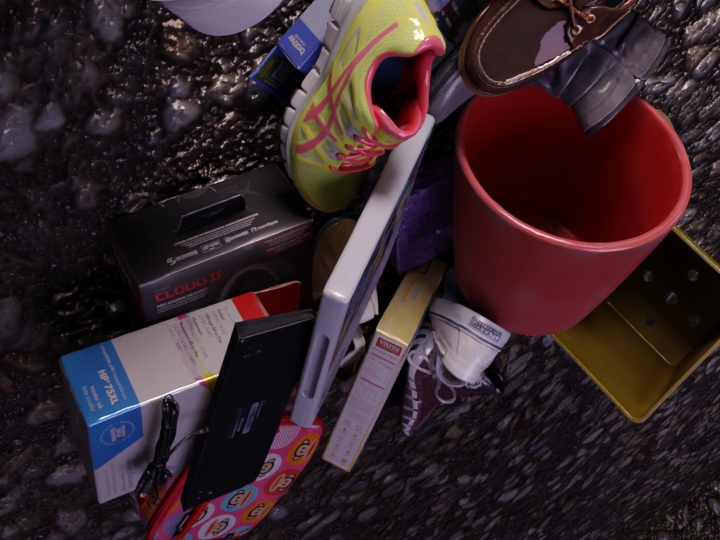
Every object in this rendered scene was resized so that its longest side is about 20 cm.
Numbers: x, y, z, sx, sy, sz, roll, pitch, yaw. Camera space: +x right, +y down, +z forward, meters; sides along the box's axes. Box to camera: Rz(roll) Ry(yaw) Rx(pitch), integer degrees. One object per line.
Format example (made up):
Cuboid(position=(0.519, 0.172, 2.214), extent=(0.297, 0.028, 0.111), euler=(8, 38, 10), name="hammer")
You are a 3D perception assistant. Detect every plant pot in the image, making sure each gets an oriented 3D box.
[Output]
Cuboid(position=(0.166, -0.048, 0.881), extent=(0.199, 0.201, 0.178), euler=(-23, 152, -20), name="plant pot")
Cuboid(position=(0.365, 0.038, 1.236), extent=(0.201, 0.200, 0.176), euler=(-52, 156, 23), name="plant pot")

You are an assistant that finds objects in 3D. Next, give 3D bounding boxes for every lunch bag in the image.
Cuboid(position=(-0.148, 0.198, 1.033), extent=(0.175, 0.082, 0.201), euler=(10, 124, -45), name="lunch bag")

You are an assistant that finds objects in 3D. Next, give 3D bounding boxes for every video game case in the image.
Cuboid(position=(0.000, 0.000, 0.790), extent=(0.183, 0.023, 0.201), euler=(107, 7, -52), name="video game case")

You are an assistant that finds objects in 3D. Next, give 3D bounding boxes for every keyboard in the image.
Cuboid(position=(-0.107, 0.112, 0.745), extent=(0.126, 0.021, 0.201), euler=(-14, 139, -39), name="keyboard")

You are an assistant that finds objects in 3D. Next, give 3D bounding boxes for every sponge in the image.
Cuboid(position=(0.112, -0.080, 0.974), extent=(0.199, 0.030, 0.112), euler=(-28, 146, -13), name="sponge")

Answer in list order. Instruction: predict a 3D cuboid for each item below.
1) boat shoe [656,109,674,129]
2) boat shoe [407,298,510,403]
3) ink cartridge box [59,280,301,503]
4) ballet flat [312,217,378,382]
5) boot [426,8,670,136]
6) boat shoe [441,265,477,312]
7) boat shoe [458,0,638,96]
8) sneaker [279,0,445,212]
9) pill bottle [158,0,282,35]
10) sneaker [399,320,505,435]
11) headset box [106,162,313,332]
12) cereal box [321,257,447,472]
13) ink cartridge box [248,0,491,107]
Cuboid(position=(0.280, -0.091, 1.097), extent=(0.064, 0.074, 0.201), euler=(-10, 137, -19), name="boat shoe")
Cuboid(position=(0.089, 0.082, 0.946), extent=(0.087, 0.074, 0.202), euler=(-60, -176, -2), name="boat shoe")
Cuboid(position=(-0.126, 0.093, 0.785), extent=(0.198, 0.067, 0.117), euler=(-19, 144, -23), name="ink cartridge box")
Cuboid(position=(-0.015, 0.039, 0.961), extent=(0.067, 0.073, 0.201), euler=(-15, 142, -24), name="ballet flat")
Cuboid(position=(0.148, -0.156, 0.797), extent=(0.200, 0.132, 0.070), euler=(-42, -171, 2), name="boot")
Cuboid(position=(0.139, 0.009, 1.048), extent=(0.091, 0.071, 0.200), euler=(-40, 174, -8), name="boat shoe")
Cuboid(position=(0.159, -0.204, 0.736), extent=(0.200, 0.071, 0.070), euler=(-41, -167, -8), name="boat shoe")
Cuboid(position=(0.003, -0.109, 0.702), extent=(0.078, 0.091, 0.201), euler=(-14, 143, -32), name="sneaker")
Cuboid(position=(-0.115, -0.212, 0.506), extent=(0.114, 0.114, 0.200), euler=(-42, 147, 9), name="pill bottle")
Cuboid(position=(0.108, 0.142, 1.160), extent=(0.114, 0.076, 0.201), euler=(11, 144, 6), name="sneaker")
Cuboid(position=(-0.119, 0.011, 0.821), extent=(0.147, 0.075, 0.201), euler=(-22, 145, -21), name="headset box")
Cuboid(position=(0.024, 0.094, 1.033), extent=(0.144, 0.039, 0.201), euler=(-59, 172, -51), name="cereal box")
Cuboid(position=(0.022, -0.185, 0.745), extent=(0.200, 0.042, 0.119), euler=(-44, 147, 13), name="ink cartridge box")
